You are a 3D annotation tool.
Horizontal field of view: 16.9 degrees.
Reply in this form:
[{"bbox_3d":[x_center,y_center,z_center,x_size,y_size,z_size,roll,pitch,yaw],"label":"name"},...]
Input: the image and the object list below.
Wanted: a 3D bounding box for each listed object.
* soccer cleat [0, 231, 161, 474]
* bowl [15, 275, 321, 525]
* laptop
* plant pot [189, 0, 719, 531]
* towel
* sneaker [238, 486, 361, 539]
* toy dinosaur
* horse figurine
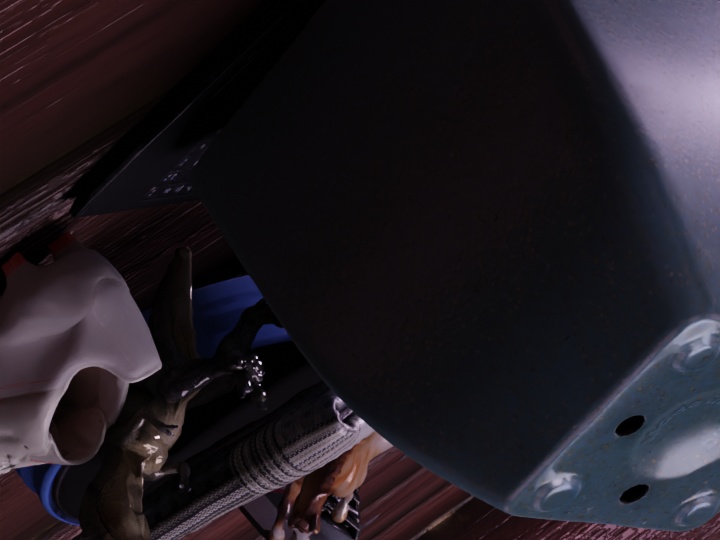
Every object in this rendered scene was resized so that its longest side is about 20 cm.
[{"bbox_3d":[-0.151,0.063,1.055,0.069,0.078,0.200,-27,166,-42],"label":"soccer cleat"},{"bbox_3d":[-0.085,0.072,1.276,0.200,0.039,0.201,-23,157,-10],"label":"bowl"},{"bbox_3d":[0.009,-0.050,1.026,0.177,0.103,0.200,-42,169,21],"label":"laptop"},{"bbox_3d":[0.088,-0.013,0.942,0.195,0.200,0.196,11,131,-41],"label":"plant pot"},{"bbox_3d":[-0.046,0.090,1.154,0.192,0.035,0.200,-32,-179,24],"label":"towel"},{"bbox_3d":[-0.018,0.119,1.501,0.121,0.200,0.084,-44,136,-2],"label":"sneaker"},{"bbox_3d":[-0.072,0.044,1.068,0.088,0.048,0.201,-18,-142,28],"label":"toy dinosaur"},{"bbox_3d":[0.010,0.088,1.394,0.200,0.050,0.133,-46,167,-23],"label":"horse figurine"}]
